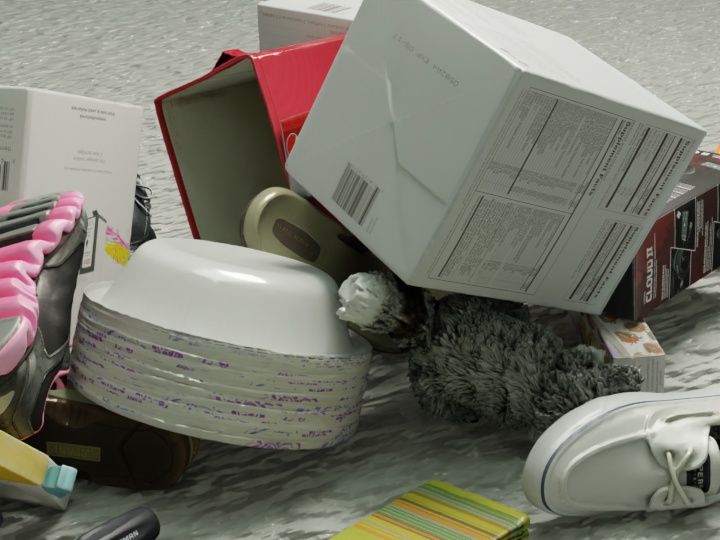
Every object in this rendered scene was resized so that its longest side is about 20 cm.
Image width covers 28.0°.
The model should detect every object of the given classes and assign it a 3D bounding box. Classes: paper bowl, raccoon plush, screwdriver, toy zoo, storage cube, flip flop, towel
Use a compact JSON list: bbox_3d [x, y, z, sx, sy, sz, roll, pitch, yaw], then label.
[{"bbox_3d":[-0.090,0.041,0.969,0.199,0.105,0.201,11,7,-1],"label":"paper bowl"},{"bbox_3d":[0.087,0.070,0.938,0.199,0.097,0.134,9,9,-44],"label":"raccoon plush"},{"bbox_3d":[-0.189,0.180,0.811,0.028,0.029,0.199,15,23,35],"label":"screwdriver"},{"bbox_3d":[-0.264,0.112,0.885,0.199,0.131,0.021,6,68,17],"label":"toy zoo"},{"bbox_3d":[-0.037,-0.094,1.199,0.179,0.201,0.171,-17,3,-35],"label":"storage cube"},{"bbox_3d":[0.000,0.000,1.073,0.057,0.200,0.082,-10,54,51],"label":"flip flop"},{"bbox_3d":[0.005,0.177,0.834,0.199,0.018,0.086,-24,26,-40],"label":"towel"}]

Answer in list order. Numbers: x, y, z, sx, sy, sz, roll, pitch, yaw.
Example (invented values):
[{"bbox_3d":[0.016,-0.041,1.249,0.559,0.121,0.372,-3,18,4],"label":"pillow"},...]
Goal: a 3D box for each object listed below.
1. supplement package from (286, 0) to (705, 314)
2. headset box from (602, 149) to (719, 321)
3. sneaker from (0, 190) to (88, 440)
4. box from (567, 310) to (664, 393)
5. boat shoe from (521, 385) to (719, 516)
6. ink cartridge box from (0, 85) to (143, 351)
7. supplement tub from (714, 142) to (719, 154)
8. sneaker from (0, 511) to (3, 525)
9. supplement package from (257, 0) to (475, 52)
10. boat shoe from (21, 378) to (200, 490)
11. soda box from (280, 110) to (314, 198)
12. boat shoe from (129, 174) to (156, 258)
[{"bbox_3d":[0.090,-0.080,0.966,0.199,0.151,0.152,9,26,-44],"label":"supplement package"},{"bbox_3d":[0.198,-0.037,1.136,0.148,0.078,0.199,17,30,41],"label":"headset box"},{"bbox_3d":[-0.211,0.028,0.915,0.078,0.096,0.201,-10,35,15],"label":"sneaker"},{"bbox_3d":[0.189,0.039,1.110,0.038,0.042,0.200,-4,24,-3],"label":"box"},{"bbox_3d":[0.196,0.118,0.895,0.199,0.073,0.066,-4,17,-27],"label":"boat shoe"},{"bbox_3d":[-0.266,-0.034,1.070,0.146,0.202,0.144,8,4,24],"label":"ink cartridge box"},{"bbox_3d":[0.395,-0.052,1.204,0.199,0.123,0.122,14,28,32],"label":"supplement tub"},{"bbox_3d":[-0.317,0.155,0.867,0.198,0.070,0.082,7,53,9],"label":"sneaker"},{"bbox_3d":[0.008,-0.162,1.388,0.151,0.201,0.150,17,29,37],"label":"supplement package"},{"bbox_3d":[-0.203,0.100,0.970,0.199,0.072,0.076,13,18,7],"label":"boat shoe"},{"bbox_3d":[0.041,-0.097,1.107,0.199,0.064,0.070,-9,0,-36],"label":"soda box"},{"bbox_3d":[-0.227,-0.053,1.331,0.074,0.063,0.200,-5,25,-12],"label":"boat shoe"}]
